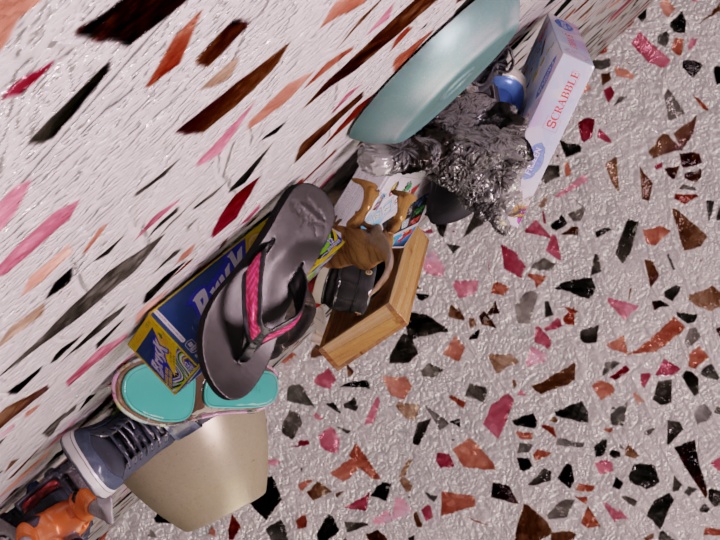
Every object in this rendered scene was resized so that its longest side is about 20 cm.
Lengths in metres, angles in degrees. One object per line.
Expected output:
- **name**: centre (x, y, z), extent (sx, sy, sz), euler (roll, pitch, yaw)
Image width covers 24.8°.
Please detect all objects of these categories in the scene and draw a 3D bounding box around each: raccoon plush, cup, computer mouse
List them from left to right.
- **cup**: centre (-0.182, 0.209, 1.850), extent (0.200, 0.143, 0.200), euler (-27, 179, -1)
- **raccoon plush**: centre (0.075, -0.090, 1.556), extent (0.200, 0.097, 0.134), euler (-6, 136, -19)
- **computer mouse**: centre (0.117, -0.129, 1.656), extent (0.138, 0.053, 0.200), euler (-42, 150, -57)

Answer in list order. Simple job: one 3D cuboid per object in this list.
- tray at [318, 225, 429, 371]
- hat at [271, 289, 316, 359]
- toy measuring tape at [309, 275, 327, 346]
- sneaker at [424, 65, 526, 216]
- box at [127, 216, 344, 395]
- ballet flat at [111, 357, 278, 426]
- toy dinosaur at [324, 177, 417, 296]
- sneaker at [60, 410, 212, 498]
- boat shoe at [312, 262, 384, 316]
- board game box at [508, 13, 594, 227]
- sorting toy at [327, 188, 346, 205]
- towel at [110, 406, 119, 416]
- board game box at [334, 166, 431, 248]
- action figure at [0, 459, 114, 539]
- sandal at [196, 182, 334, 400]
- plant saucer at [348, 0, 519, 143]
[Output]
- **tray**: centre (0.018, 0.025, 1.782), extent (0.099, 0.037, 0.200), euler (-34, -162, 23)
- **hat**: centre (-0.092, 0.038, 1.591), extent (0.201, 0.081, 0.201), euler (-44, 171, -8)
- **toy measuring tape**: centre (-0.066, 0.036, 1.774), extent (0.074, 0.074, 0.200), euler (-42, 149, -26)
- **sneaker**: centre (0.123, -0.132, 1.817), extent (0.200, 0.077, 0.111), euler (-48, -151, 46)
- **box**: centre (-0.107, 0.019, 1.433), extent (0.200, 0.064, 0.070), euler (-42, 177, -36)
- **ballet flat**: centre (-0.171, 0.112, 1.588), extent (0.200, 0.069, 0.071), euler (0, -173, -43)
- **toy dinosaur**: centre (0.013, -0.025, 1.484), extent (0.200, 0.060, 0.106), euler (7, -101, 70)
- **sneaker**: centre (-0.213, 0.151, 1.625), extent (0.146, 0.077, 0.202), euler (-35, -178, 4)
- **boat shoe**: centre (-0.001, 0.003, 1.717), extent (0.201, 0.063, 0.074), euler (-52, 158, -76)
- **board game box**: centre (0.195, -0.173, 1.849), extent (0.200, 0.041, 0.200), euler (-85, -162, -68)
- **sorting toy**: centre (0.021, -0.097, 1.771), extent (0.200, 0.036, 0.185), euler (-42, 177, -27)
- **towel**: centre (-0.182, 0.085, 1.760), extent (0.200, 0.023, 0.144), euler (-45, 177, 20)
- **board game box**: centre (0.035, -0.082, 1.652), extent (0.126, 0.035, 0.200), euler (-58, 165, 10)
- **action figure**: centre (-0.332, 0.281, 1.693), extent (0.200, 0.105, 0.193), euler (-39, -177, -10)
- **sandal**: centre (-0.074, 0.014, 1.366), extent (0.045, 0.075, 0.200), euler (6, -116, 51)
- **plant saucer**: centre (0.073, -0.173, 1.421), extent (0.200, 0.036, 0.200), euler (-43, 177, -3)
